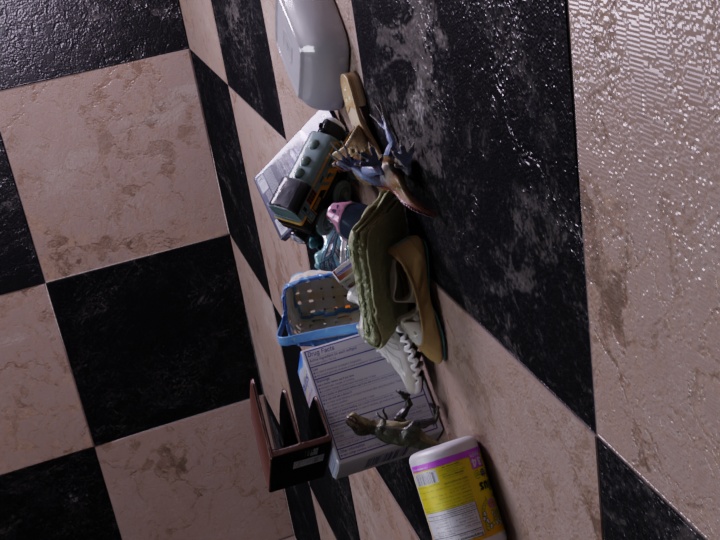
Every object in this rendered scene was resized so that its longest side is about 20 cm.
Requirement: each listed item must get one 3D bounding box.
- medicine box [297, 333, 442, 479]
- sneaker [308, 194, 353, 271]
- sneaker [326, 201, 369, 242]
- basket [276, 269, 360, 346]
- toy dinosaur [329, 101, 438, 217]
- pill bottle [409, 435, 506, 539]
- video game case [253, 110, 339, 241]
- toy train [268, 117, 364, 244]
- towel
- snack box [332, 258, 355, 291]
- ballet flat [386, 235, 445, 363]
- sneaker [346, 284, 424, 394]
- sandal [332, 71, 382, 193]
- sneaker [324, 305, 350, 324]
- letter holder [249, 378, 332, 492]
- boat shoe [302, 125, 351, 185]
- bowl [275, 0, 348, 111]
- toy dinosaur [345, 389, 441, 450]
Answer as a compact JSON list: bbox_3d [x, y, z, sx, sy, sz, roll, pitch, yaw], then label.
[{"bbox_3d":[0.012,0.211,1.686,0.103,0.180,0.202,105,147,-64],"label":"medicine box"},{"bbox_3d":[-0.049,-0.076,1.771,0.201,0.085,0.078,-94,-2,-49],"label":"sneaker"},{"bbox_3d":[-0.012,-0.078,1.612,0.200,0.081,0.071,107,-172,-85],"label":"sneaker"},{"bbox_3d":[-0.059,0.073,1.865,0.200,0.174,0.141,-86,-14,-72],"label":"basket"},{"bbox_3d":[0.016,-0.136,1.463,0.182,0.104,0.202,123,128,-78],"label":"toy dinosaur"},{"bbox_3d":[0.145,0.345,1.457,0.104,0.103,0.202,131,123,-74],"label":"pill bottle"},{"bbox_3d":[-0.094,-0.168,1.761,0.200,0.019,0.144,-42,56,24],"label":"video game case"},{"bbox_3d":[-0.067,-0.143,1.627,0.085,0.201,0.114,19,165,32],"label":"toy train"},{"bbox_3d":[0.033,-0.003,1.504,0.036,0.148,0.202,3,120,28],"label":"towel"},{"bbox_3d":[0.000,0.000,1.624,0.024,0.072,0.200,53,180,8],"label":"snack box"},{"bbox_3d":[0.076,0.048,1.499,0.069,0.062,0.202,-148,44,-67],"label":"ballet flat"},{"bbox_3d":[0.043,0.104,1.620,0.075,0.080,0.202,15,-128,-82],"label":"sneaker"},{"bbox_3d":[-0.014,-0.196,1.586,0.078,0.069,0.214,149,105,-76],"label":"sandal"},{"bbox_3d":[-0.020,0.138,1.986,0.200,0.075,0.093,-125,19,-58],"label":"sneaker"},{"bbox_3d":[-0.118,0.254,1.665,0.201,0.099,0.143,102,152,-63],"label":"letter holder"},{"bbox_3d":[-0.068,-0.191,1.807,0.201,0.074,0.063,-112,4,-48],"label":"boat shoe"},{"bbox_3d":[-0.086,-0.374,1.683,0.200,0.074,0.202,101,149,-64],"label":"bowl"},{"bbox_3d":[0.078,0.240,1.597,0.047,0.198,0.089,64,-134,-85],"label":"toy dinosaur"}]
